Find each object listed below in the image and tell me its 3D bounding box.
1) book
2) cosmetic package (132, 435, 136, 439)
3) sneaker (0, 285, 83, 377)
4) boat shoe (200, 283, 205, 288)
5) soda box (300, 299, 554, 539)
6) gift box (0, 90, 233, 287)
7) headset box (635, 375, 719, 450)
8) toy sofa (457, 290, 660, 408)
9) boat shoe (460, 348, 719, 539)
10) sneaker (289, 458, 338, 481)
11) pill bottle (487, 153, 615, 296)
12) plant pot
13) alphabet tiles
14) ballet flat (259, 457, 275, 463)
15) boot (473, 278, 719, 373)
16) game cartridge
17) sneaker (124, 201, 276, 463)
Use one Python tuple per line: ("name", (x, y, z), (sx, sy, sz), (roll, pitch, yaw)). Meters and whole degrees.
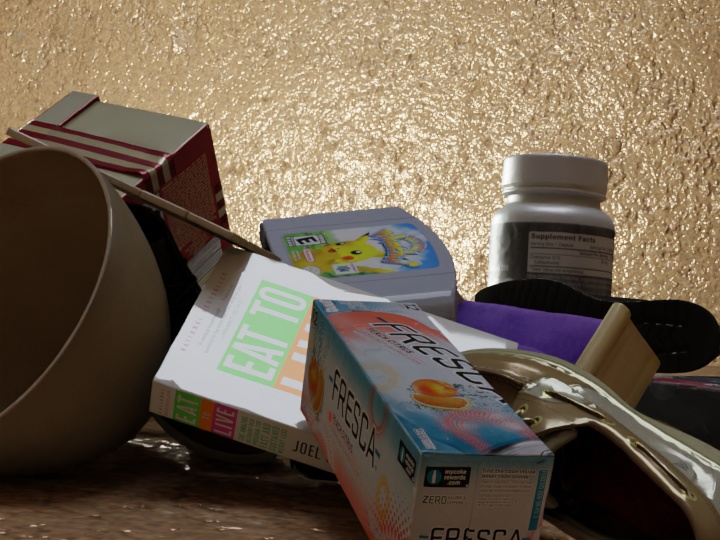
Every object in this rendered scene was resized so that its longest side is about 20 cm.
("book", (-0.012, 0.067, 0.760), (0.197, 0.049, 0.134), (17, 36, 5))
("cosmetic package", (-0.252, 0.062, 0.999), (0.197, 0.091, 0.107), (2, 40, 26))
("sneaker", (-0.269, 0.083, 0.881), (0.198, 0.083, 0.070), (-26, 4, 4))
("boat shoe", (-0.036, 0.028, 1.010), (0.199, 0.076, 0.086), (-3, 22, -11))
("soda box", (0.024, 0.077, 0.614), (0.063, 0.069, 0.200), (3, 17, -17))
("gift box", (-0.238, -0.025, 1.109), (0.185, 0.202, 0.185), (15, 36, 26))
("headset box", (0.267, 0.117, 0.892), (0.198, 0.079, 0.148), (3, -1, -34))
("toy sofa", (0.105, 0.054, 0.901), (0.199, 0.083, 0.098), (8, -36, 54))
("boat shoe", (0.105, 0.093, 0.640), (0.198, 0.075, 0.066), (20, 16, 37))
("sneaker", (0.039, 0.106, 0.829), (0.087, 0.077, 0.199), (10, 4, 37))
("pill bottle", (0.169, 0.002, 1.124), (0.112, 0.203, 0.114), (4, -3, 0))
("plant pot", (-0.194, 0.046, 0.779), (0.198, 0.202, 0.135), (3, -29, 35))
("alphabet tiles", (-0.134, -0.044, 0.873), (0.165, 0.008, 0.200), (25, -2, 11))
("ballet flat", (-0.108, 0.099, 0.952), (0.066, 0.068, 0.200), (2, 0, -19))
("boot", (0.202, 0.055, 1.039), (0.197, 0.079, 0.138), (10, -1, 24))
("game cartridge", (0.000, 0.000, 0.933), (0.131, 0.041, 0.200), (-2, 22, -12))
("sneaker", (-0.123, 0.043, 0.861), (0.199, 0.107, 0.074), (36, 51, 27))
